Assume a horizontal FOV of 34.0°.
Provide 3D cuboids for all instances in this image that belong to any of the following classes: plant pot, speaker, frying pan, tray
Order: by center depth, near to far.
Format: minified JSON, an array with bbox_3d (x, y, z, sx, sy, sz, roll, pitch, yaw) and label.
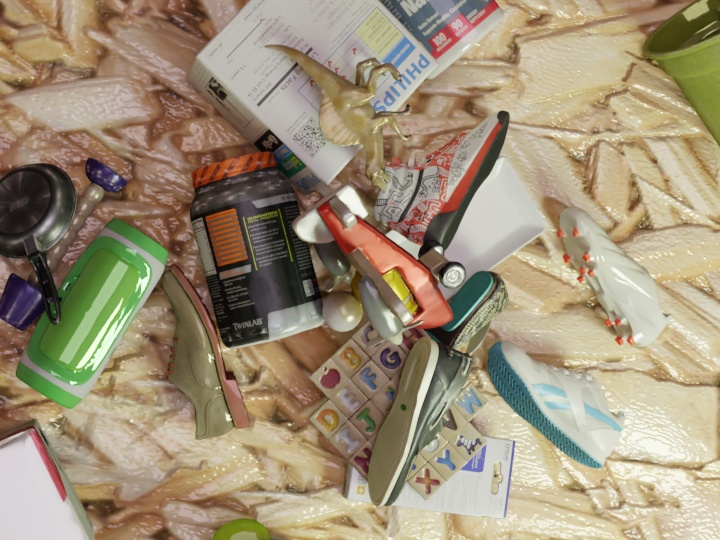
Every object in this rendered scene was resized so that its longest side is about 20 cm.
[{"bbox_3d":[-0.366,-0.033,1.266,0.113,0.031,0.192,-3,66,15],"label":"frying pan"},{"bbox_3d":[-0.293,0.046,1.289,0.088,0.088,0.201,32,81,-9],"label":"speaker"},{"bbox_3d":[0.120,-0.041,1.419,0.199,0.022,0.108,-34,94,-12],"label":"tray"},{"bbox_3d":[0.475,-0.237,1.438,0.200,0.200,0.185,-36,106,-12],"label":"plant pot"}]

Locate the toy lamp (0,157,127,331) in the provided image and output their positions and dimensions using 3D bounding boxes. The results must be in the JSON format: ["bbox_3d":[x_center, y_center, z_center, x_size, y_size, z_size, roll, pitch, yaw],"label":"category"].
[{"bbox_3d":[-0.332,-0.028,1.298,0.058,0.058,0.201,30,81,-10],"label":"toy lamp"}]

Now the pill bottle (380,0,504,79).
[{"bbox_3d":[0.064,-0.336,1.371,0.119,0.120,0.201,-41,96,-11],"label":"pill bottle"}]

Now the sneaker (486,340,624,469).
[{"bbox_3d":[0.233,0.147,1.416,0.200,0.076,0.081,43,71,-14],"label":"sneaker"}]

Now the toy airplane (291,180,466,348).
[{"bbox_3d":[0.000,0.000,1.267,0.199,0.200,0.142,39,98,14],"label":"toy airplane"}]

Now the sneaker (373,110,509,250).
[{"bbox_3d":[0.092,-0.124,1.387,0.107,0.067,0.203,25,69,16],"label":"sneaker"}]

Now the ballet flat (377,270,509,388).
[{"bbox_3d":[0.100,0.086,1.388,0.200,0.068,0.075,-41,128,-5],"label":"ballet flat"}]

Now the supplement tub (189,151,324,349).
[{"bbox_3d":[-0.118,-0.023,1.312,0.121,0.122,0.202,-14,91,-13],"label":"supplement tub"}]

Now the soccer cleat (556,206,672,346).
[{"bbox_3d":[0.310,0.001,1.442,0.077,0.069,0.201,-36,102,-17],"label":"soccer cleat"}]

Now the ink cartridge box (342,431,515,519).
[{"bbox_3d":[0.081,0.233,1.391,0.198,0.037,0.096,9,85,-10],"label":"ink cartridge box"}]

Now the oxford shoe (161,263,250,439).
[{"bbox_3d":[-0.190,0.094,1.319,0.074,0.070,0.202,-22,91,-7],"label":"oxford shoe"}]

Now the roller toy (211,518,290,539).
[{"bbox_3d":[-0.101,0.393,1.288,0.199,0.140,0.184,32,81,-10],"label":"roller toy"}]

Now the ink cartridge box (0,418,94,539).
[{"bbox_3d":[-0.339,0.237,1.210,0.085,0.200,0.149,-27,94,-13],"label":"ink cartridge box"}]

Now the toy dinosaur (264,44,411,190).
[{"bbox_3d":[-0.008,-0.184,1.251,0.101,0.058,0.201,-37,97,-10],"label":"toy dinosaur"}]

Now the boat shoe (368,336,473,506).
[{"bbox_3d":[0.065,0.176,1.313,0.067,0.072,0.202,17,101,-26],"label":"boat shoe"}]

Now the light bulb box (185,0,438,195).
[{"bbox_3d":[-0.057,-0.227,1.334,0.200,0.125,0.198,44,79,-9],"label":"light bulb box"}]

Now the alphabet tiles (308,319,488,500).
[{"bbox_3d":[0.044,0.159,1.347,0.166,0.006,0.200,-43,97,3],"label":"alphabet tiles"}]
